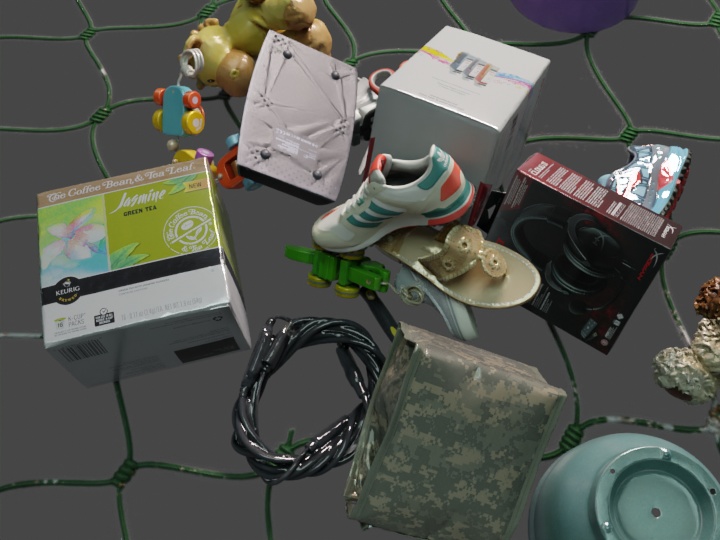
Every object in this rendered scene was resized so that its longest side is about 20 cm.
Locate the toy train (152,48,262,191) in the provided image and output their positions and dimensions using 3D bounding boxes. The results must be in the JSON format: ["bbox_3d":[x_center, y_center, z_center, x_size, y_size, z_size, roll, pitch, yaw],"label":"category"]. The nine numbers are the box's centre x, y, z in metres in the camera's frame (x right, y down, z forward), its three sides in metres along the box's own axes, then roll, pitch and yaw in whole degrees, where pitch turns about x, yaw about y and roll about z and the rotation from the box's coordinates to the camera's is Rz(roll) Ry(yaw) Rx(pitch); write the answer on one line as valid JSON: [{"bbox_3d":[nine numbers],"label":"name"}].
[{"bbox_3d":[-0.185,-0.170,1.014,0.150,0.056,0.200,-36,74,33],"label":"toy train"}]

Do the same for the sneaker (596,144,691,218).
[{"bbox_3d":[0.328,-0.076,0.978,0.095,0.079,0.200,20,58,27],"label":"sneaker"}]

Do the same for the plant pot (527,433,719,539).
[{"bbox_3d":[0.271,0.244,0.772,0.200,0.134,0.201,-1,63,2],"label":"plant pot"}]

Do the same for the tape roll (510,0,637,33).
[{"bbox_3d":[0.312,-0.445,1.152,0.199,0.085,0.201,-1,64,2],"label":"tape roll"}]

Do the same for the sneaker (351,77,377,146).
[{"bbox_3d":[-0.061,-0.205,1.058,0.200,0.075,0.116,-22,59,-20],"label":"sneaker"}]

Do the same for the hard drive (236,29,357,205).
[{"bbox_3d":[-0.076,-0.178,0.950,0.135,0.042,0.200,19,60,-20],"label":"hard drive"}]

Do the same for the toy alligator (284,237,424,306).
[{"bbox_3d":[0.000,0.000,0.942,0.200,0.059,0.054,19,21,30],"label":"toy alligator"}]

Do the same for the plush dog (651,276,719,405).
[{"bbox_3d":[0.428,0.065,0.835,0.200,0.172,0.161,18,65,12],"label":"plush dog"}]

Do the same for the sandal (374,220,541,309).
[{"bbox_3d":[0.091,-0.023,0.874,0.211,0.070,0.078,25,78,25],"label":"sandal"}]

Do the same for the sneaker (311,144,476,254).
[{"bbox_3d":[0.020,-0.084,0.869,0.199,0.093,0.070,-14,44,29],"label":"sneaker"}]

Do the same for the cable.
[{"bbox_3d":[-0.057,0.146,0.890,0.163,0.051,0.200,15,62,4],"label":"cable"}]

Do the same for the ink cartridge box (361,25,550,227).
[{"bbox_3d":[0.115,-0.173,0.953,0.144,0.146,0.200,24,43,15],"label":"ink cartridge box"}]

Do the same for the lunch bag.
[{"bbox_3d":[0.086,0.176,0.800,0.164,0.118,0.200,18,96,-10],"label":"lunch bag"}]

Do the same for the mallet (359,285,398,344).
[{"bbox_3d":[0.045,0.100,0.914,0.066,0.041,0.200,-35,62,-12],"label":"mallet"}]

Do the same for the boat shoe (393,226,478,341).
[{"bbox_3d":[0.073,0.004,0.948,0.071,0.070,0.201,-29,65,9],"label":"boat shoe"}]

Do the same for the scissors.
[{"bbox_3d":[0.038,-0.194,0.990,0.073,0.014,0.200,-5,49,15],"label":"scissors"}]

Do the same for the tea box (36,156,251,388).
[{"bbox_3d":[-0.245,0.003,0.917,0.199,0.134,0.197,-14,62,-4],"label":"tea box"}]

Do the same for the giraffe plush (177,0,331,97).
[{"bbox_3d":[-0.157,-0.303,1.063,0.162,0.173,0.200,-45,55,-10],"label":"giraffe plush"}]

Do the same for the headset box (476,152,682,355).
[{"bbox_3d":[0.227,-0.025,0.897,0.200,0.149,0.077,31,34,15],"label":"headset box"}]
